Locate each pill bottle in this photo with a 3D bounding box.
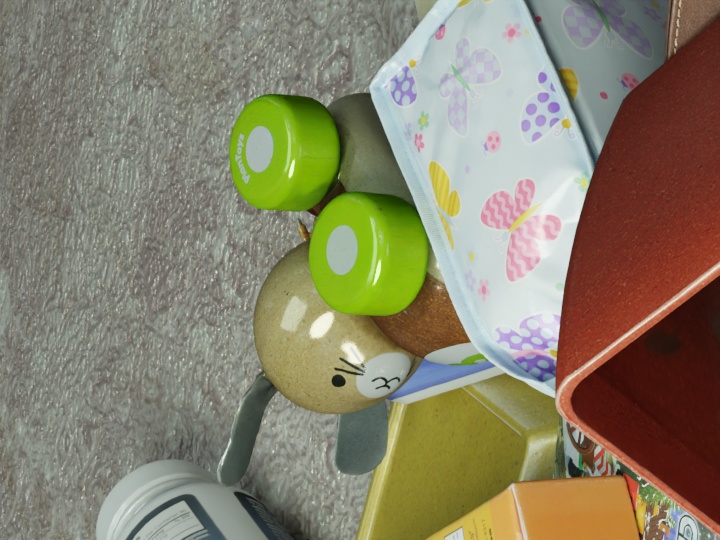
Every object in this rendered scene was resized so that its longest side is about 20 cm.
[{"bbox_3d":[-0.090,0.201,1.385,0.200,0.119,0.120,43,121,56],"label":"pill bottle"}]

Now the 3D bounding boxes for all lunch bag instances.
[{"bbox_3d":[0.124,-0.029,0.975,0.127,0.169,0.201,-45,53,40],"label":"lunch bag"}]

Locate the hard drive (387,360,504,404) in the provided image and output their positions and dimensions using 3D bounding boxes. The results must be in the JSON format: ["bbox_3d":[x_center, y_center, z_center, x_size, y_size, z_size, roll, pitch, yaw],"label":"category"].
[{"bbox_3d":[0.085,-0.019,1.151,0.199,0.025,0.133,-21,66,40],"label":"hard drive"}]

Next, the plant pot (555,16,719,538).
[{"bbox_3d":[0.195,-0.015,0.814,0.200,0.199,0.177,-39,30,24],"label":"plant pot"}]

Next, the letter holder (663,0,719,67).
[{"bbox_3d":[0.178,-0.160,0.892,0.101,0.141,0.201,-115,25,-52],"label":"letter holder"}]

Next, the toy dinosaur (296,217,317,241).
[{"bbox_3d":[0.000,0.000,1.307,0.106,0.060,0.201,-122,37,-67],"label":"toy dinosaur"}]

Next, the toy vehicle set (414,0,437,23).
[{"bbox_3d":[0.037,-0.185,1.210,0.200,0.026,0.125,69,-168,-67],"label":"toy vehicle set"}]

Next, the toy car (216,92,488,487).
[{"bbox_3d":[0.005,0.030,1.096,0.158,0.163,0.201,50,125,39],"label":"toy car"}]

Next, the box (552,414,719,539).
[{"bbox_3d":[0.134,0.149,1.036,0.136,0.037,0.202,-145,54,-59],"label":"box"}]

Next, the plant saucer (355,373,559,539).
[{"bbox_3d":[0.059,0.127,1.204,0.200,0.048,0.201,37,116,57],"label":"plant saucer"}]

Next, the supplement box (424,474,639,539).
[{"bbox_3d":[0.057,0.157,1.069,0.200,0.066,0.069,-43,54,54],"label":"supplement box"}]
